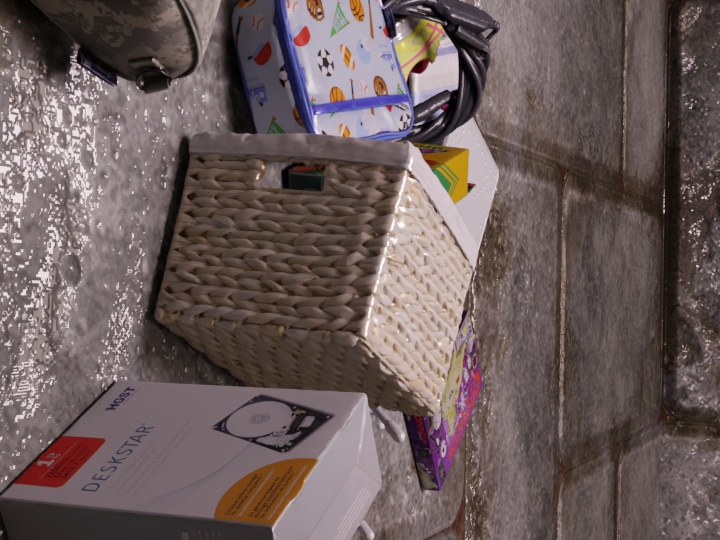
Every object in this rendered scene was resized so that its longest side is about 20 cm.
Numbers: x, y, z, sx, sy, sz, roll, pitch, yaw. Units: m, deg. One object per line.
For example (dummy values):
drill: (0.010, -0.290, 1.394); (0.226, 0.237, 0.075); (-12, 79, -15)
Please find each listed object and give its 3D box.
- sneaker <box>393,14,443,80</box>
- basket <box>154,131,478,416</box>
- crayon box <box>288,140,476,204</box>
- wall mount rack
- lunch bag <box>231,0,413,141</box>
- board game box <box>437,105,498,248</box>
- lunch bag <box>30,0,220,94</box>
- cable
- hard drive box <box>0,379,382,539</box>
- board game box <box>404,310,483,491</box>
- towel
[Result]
sneaker: (0.059, -0.262, 1.405); (0.200, 0.077, 0.091); (-45, 133, -44)
basket: (-0.031, 0.006, 1.041); (0.200, 0.196, 0.163); (47, 53, -60)
crayon box: (0.026, -0.088, 1.254); (0.200, 0.125, 0.051); (-37, 131, -63)
wall mount rack: (0.000, 0.131, 1.169); (0.174, 0.074, 0.202); (-76, 180, -57)
lunch bag: (-0.026, -0.173, 1.153); (0.199, 0.075, 0.162); (-18, 92, -58)
board game box: (0.106, -0.071, 1.535); (0.200, 0.026, 0.202); (50, 54, -61)
lunch bag: (-0.140, -0.239, 0.837); (0.168, 0.138, 0.202); (53, 44, -55)
cable: (0.044, -0.206, 1.313); (0.198, 0.051, 0.164); (9, 119, -37)
hard drive box: (-0.106, 0.146, 0.851); (0.156, 0.198, 0.078); (-51, 136, -57)
board game box: (0.104, 0.154, 1.580); (0.201, 0.032, 0.121); (-61, 148, -49)
towel: (0.093, -0.176, 1.547); (0.147, 0.024, 0.203); (-26, 115, -64)
